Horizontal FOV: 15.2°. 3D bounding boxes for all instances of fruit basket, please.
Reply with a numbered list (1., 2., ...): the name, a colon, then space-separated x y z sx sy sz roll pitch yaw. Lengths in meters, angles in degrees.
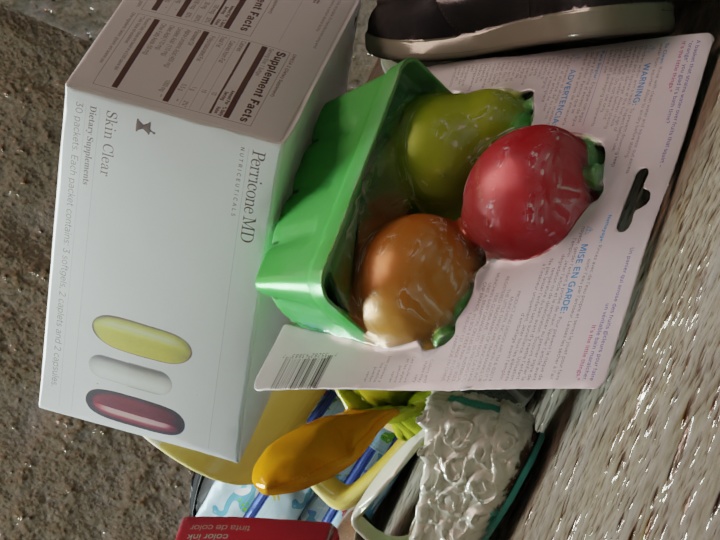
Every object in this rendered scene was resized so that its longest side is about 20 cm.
1. fruit basket: 0.058 -0.021 1.236 0.199 0.094 0.186 0 58 35

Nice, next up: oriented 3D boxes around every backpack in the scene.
1. backpack: -0.030 0.101 1.698 0.200 0.154 0.163 -44 11 9

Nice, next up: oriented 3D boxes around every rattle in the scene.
1. rattle: 0.000 0.000 1.409 0.130 0.142 0.201 44 133 51

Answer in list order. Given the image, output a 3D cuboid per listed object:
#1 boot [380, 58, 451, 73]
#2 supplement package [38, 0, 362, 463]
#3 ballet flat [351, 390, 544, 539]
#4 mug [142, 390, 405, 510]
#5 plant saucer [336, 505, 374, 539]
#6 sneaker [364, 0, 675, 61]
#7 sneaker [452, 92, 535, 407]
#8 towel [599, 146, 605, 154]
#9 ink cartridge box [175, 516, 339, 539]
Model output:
1. boot: 0.052 -0.111 1.565 0.200 0.072 0.182 80 -147 -54
2. supplement package: -0.080 -0.036 1.364 0.156 0.110 0.201 -66 -12 -53
3. ballet flat: 0.021 0.136 1.260 0.072 0.072 0.200 -77 10 -66
4. mug: -0.049 0.028 1.562 0.153 0.186 0.150 -47 25 17
5. plant saucer: -0.027 0.233 1.553 0.200 0.034 0.201 -156 90 -87
6. sneaker: 0.075 -0.156 1.302 0.200 0.075 0.107 -3 90 51
7. sneaker: 0.059 -0.008 1.361 0.080 0.070 0.201 114 167 -65
8. towel: 0.104 -0.025 1.392 0.200 0.018 0.086 120 173 -60
9. ink cartridge box: -0.061 0.236 1.273 0.200 0.083 0.146 -71 -20 -50
